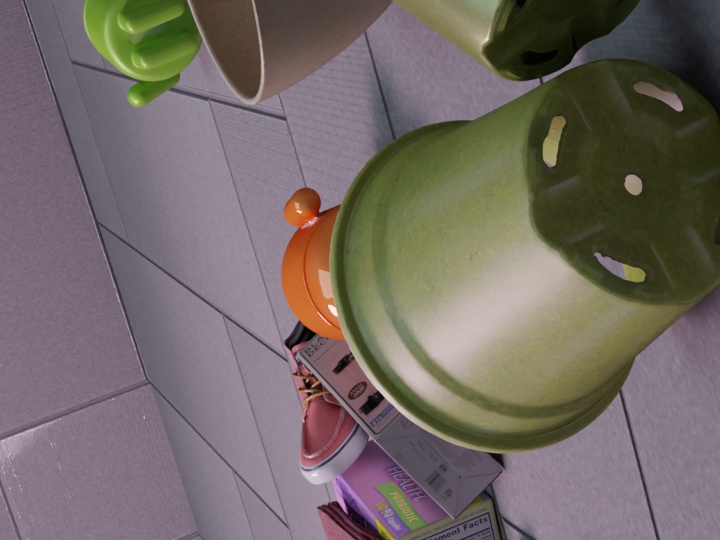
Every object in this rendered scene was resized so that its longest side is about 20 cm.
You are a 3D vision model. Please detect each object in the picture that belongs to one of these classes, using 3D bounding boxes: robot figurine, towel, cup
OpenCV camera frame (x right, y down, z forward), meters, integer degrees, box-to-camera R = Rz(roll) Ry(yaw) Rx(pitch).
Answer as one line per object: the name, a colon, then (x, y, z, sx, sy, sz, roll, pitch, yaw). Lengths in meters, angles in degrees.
robot figurine: (0.002, 0.001, 1.458, 0.200, 0.116, 0.145, 167, 96, -76)
robot figurine: (-0.244, -0.278, 1.974, 0.200, 0.115, 0.176, 40, 154, 63)
towel: (0.021, 0.317, 1.603, 0.144, 0.023, 0.201, 28, 138, 66)
cup: (-0.043, -0.235, 1.251, 0.200, 0.143, 0.201, 160, 90, -76)

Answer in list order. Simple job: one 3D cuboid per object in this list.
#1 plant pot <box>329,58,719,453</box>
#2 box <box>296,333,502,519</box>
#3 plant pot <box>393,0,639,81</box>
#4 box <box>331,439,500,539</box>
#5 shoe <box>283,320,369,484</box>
plant pot: (0.107, -0.020, 0.951, 0.201, 0.200, 0.184, 68, 153, 9)
box: (0.030, 0.121, 1.529, 0.117, 0.060, 0.200, 47, 177, -27)
plant pot: (0.055, -0.201, 0.907, 0.190, 0.200, 0.200, 49, 158, 24)
box: (0.062, 0.275, 1.630, 0.176, 0.096, 0.201, -139, 33, -62)
shoe: (-0.038, 0.114, 1.673, 0.091, 0.071, 0.200, 56, -157, -20)
